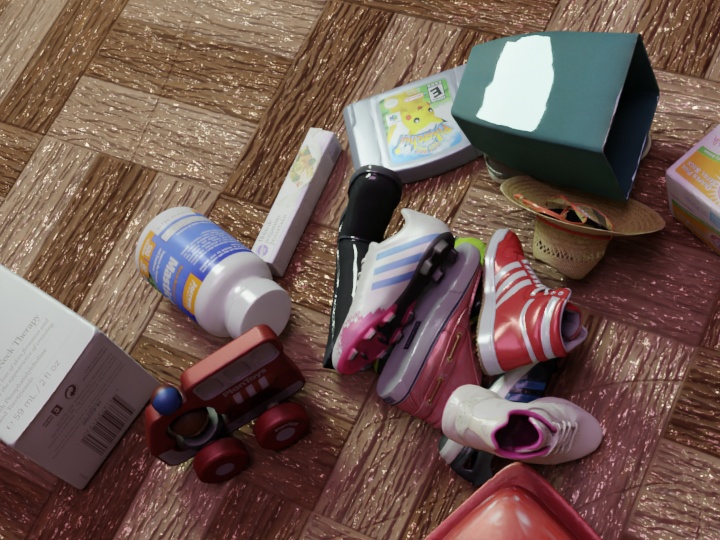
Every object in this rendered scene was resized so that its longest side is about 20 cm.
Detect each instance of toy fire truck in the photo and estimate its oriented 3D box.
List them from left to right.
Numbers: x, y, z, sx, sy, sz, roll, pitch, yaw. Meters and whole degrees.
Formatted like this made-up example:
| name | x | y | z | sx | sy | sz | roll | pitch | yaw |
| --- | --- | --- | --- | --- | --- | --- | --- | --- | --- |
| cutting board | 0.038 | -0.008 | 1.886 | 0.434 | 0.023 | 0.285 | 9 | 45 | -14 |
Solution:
| name | x | y | z | sx | sy | sz | roll | pitch | yaw |
| --- | --- | --- | --- | --- | --- | --- | --- | --- | --- |
| toy fire truck | -0.162 | 0.147 | 1.336 | 0.199 | 0.168 | 0.113 | -30 | 57 | 2 |

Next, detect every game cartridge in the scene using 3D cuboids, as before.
| name | x | y | z | sx | sy | sz | roll | pitch | yaw |
| --- | --- | --- | --- | --- | --- | --- | --- | --- | --- |
| game cartridge | 0.080 | -0.183 | 1.503 | 0.198 | 0.041 | 0.134 | -18 | 63 | 10 |

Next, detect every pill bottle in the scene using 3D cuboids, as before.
| name | x | y | z | sx | sy | sz | roll | pitch | yaw |
| --- | --- | --- | --- | --- | --- | --- | --- | --- | --- |
| pill bottle | -0.179 | 0.012 | 1.440 | 0.199 | 0.112 | 0.112 | 35 | 78 | 35 |

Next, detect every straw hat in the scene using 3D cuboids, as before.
| name | x | y | z | sx | sy | sz | roll | pitch | yaw |
| --- | --- | --- | --- | --- | --- | --- | --- | --- | --- |
| straw hat | 0.239 | -0.038 | 1.327 | 0.200 | 0.200 | 0.086 | 22 | 112 | 28 |

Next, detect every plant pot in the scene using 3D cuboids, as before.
| name | x | y | z | sx | sy | sz | roll | pitch | yaw |
| --- | --- | --- | --- | --- | --- | --- | --- | --- | --- |
| plant pot | 0.215 | -0.184 | 1.325 | 0.198 | 0.141 | 0.142 | 13 | 76 | 27 |

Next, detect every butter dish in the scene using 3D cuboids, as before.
| name | x | y | z | sx | sy | sz | roll | pitch | yaw |
| --- | --- | --- | --- | --- | --- | --- | --- | --- | --- |
| butter dish | 0.146 | 0.303 | 1.148 | 0.199 | 0.148 | 0.200 | -41 | 64 | -5 |

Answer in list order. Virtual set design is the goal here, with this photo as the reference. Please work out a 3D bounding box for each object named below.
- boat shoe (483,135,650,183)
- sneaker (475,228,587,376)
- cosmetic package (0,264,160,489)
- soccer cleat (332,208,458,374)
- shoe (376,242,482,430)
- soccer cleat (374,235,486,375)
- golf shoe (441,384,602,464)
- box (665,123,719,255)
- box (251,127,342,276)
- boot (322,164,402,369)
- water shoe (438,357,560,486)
| name | x | y | z | sx | sy | sz | roll | pitch | yaw |
| --- | --- | --- | --- | --- | --- | --- | --- | --- | --- |
| boat shoe | 0.247 | -0.150 | 1.409 | 0.200 | 0.060 | 0.073 | -7 | 61 | 16 |
| sneaker | 0.191 | 0.025 | 1.275 | 0.111 | 0.071 | 0.201 | -13 | 43 | 23 |
| cosmetic package | -0.393 | 0.129 | 1.430 | 0.199 | 0.167 | 0.168 | 27 | 75 | 30 |
| soccer cleat | 0.024 | 0.022 | 1.295 | 0.086 | 0.070 | 0.201 | 38 | 88 | 31 |
| shoe | 0.101 | 0.075 | 1.304 | 0.201 | 0.091 | 0.071 | -62 | 22 | -11 |
| soccer cleat | 0.093 | 0.050 | 1.360 | 0.081 | 0.068 | 0.200 | 35 | 78 | 18 |
| golf shoe | 0.180 | 0.170 | 1.195 | 0.091 | 0.198 | 0.076 | 22 | 100 | 60 |
| box | 0.450 | -0.116 | 1.294 | 0.200 | 0.101 | 0.113 | -40 | 57 | -4 |
| box | -0.082 | -0.090 | 1.509 | 0.038 | 0.041 | 0.201 | 14 | 70 | 26 |
| boot | 0.000 | 0.000 | 1.365 | 0.065 | 0.165 | 0.202 | 11 | 62 | -4 |
| water shoe | 0.174 | 0.151 | 1.286 | 0.200 | 0.072 | 0.079 | -44 | 86 | -8 |
